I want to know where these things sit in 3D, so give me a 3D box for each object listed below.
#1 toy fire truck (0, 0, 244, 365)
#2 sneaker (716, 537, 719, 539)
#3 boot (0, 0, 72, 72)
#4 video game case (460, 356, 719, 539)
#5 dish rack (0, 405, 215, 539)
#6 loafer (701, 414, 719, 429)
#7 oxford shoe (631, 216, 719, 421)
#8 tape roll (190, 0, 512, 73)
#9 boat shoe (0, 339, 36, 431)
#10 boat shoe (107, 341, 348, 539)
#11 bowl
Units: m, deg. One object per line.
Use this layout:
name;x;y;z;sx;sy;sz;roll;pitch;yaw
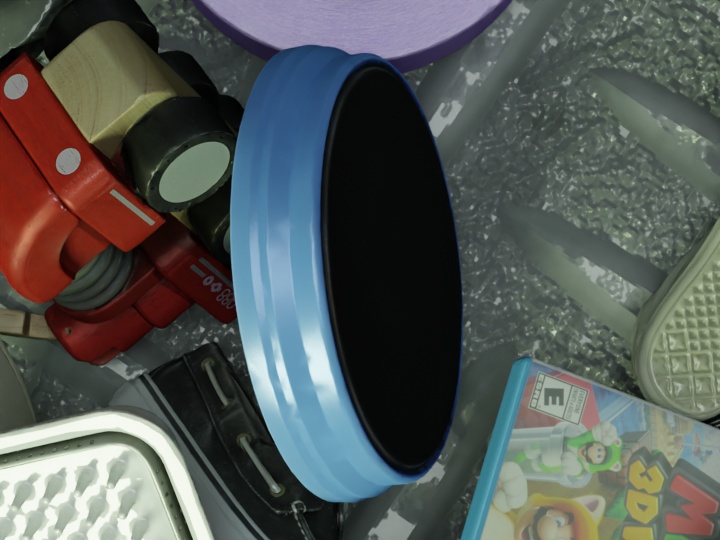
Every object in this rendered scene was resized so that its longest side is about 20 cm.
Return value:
toy fire truck;-0.139;-0.015;1.070;0.200;0.176;0.129;-40;61;4
sneaker;0.184;0.125;1.036;0.199;0.077;0.086;-2;73;-25
boot;-0.221;-0.176;1.126;0.164;0.066;0.201;-31;93;0
video game case;0.139;0.139;1.060;0.199;0.018;0.144;21;76;-14
dish rack;-0.146;0.142;1.033;0.199;0.044;0.173;-13;110;14
loafer;0.149;0.114;1.109;0.200;0.070;0.068;-29;89;-1
oxford shoe;0.193;-0.007;1.124;0.075;0.058;0.200;43;73;-1
tape roll;-0.004;-0.193;1.123;0.198;0.066;0.202;0;87;0
boat shoe;-0.175;0.125;1.095;0.061;0.075;0.201;-3;112;14
boat shoe;-0.040;0.101;1.073;0.071;0.072;0.200;-39;56;-5
bowl;0.000;0.000;1.049;0.039;0.200;0.202;-6;88;20
